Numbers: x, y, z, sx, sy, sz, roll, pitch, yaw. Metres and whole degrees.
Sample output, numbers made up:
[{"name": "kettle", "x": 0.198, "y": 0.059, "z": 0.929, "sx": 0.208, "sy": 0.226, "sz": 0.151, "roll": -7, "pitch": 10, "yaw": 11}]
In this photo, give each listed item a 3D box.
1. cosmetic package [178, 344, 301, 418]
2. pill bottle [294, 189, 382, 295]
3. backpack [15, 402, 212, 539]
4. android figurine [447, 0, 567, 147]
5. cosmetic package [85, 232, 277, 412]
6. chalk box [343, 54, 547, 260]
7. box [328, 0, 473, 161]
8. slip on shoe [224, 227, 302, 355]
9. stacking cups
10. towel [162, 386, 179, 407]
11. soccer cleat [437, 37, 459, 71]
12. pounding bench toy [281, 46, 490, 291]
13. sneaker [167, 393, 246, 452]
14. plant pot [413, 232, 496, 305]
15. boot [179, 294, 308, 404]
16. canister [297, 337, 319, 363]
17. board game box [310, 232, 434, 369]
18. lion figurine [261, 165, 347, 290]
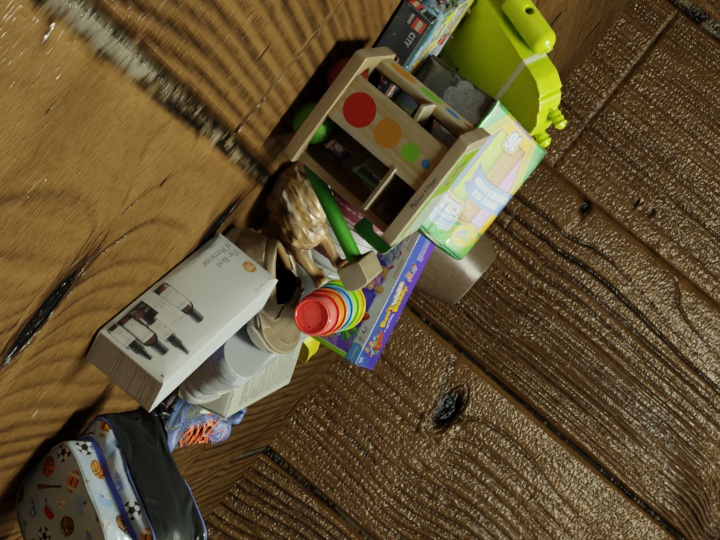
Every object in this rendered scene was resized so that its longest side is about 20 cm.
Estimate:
[{"name": "cosmetic package", "x": -0.143, "y": 0.105, "z": 1.896, "sx": 0.200, "sy": 0.071, "sz": 0.106, "roll": -19, "pitch": 129, "yaw": -69}, {"name": "pill bottle", "x": -0.014, "y": -0.067, "z": 1.782, "sx": 0.200, "sy": 0.114, "sz": 0.114, "roll": -52, "pitch": 174, "yaw": 20}, {"name": "backpack", "x": -0.269, "y": 0.260, "z": 1.592, "sx": 0.153, "sy": 0.201, "sz": 0.191, "roll": -2, "pitch": 149, "yaw": -39}, {"name": "android figurine", "x": 0.159, "y": -0.228, "z": 1.673, "sx": 0.041, "sy": 0.201, "sz": 0.182, "roll": -27, "pitch": 167, "yaw": -24}, {"name": "cosmetic package", "x": -0.170, "y": 0.046, "z": 1.479, "sx": 0.200, "sy": 0.082, "sz": 0.051, "roll": -45, "pitch": 173, "yaw": -47}, {"name": "chalk box", "x": 0.077, "y": -0.102, "z": 1.635, "sx": 0.200, "sy": 0.124, "sz": 0.124, "roll": -51, "pitch": 139, "yaw": 2}, {"name": "box", "x": 0.040, "y": -0.219, "z": 1.628, "sx": 0.200, "sy": 0.038, "sz": 0.137, "roll": -55, "pitch": 172, "yaw": 35}, {"name": "slip on shoe", "x": -0.090, "y": 0.026, "z": 1.634, "sx": 0.201, "sy": 0.060, "sz": 0.076, "roll": 69, "pitch": 30, "yaw": -48}, {"name": "stacking cups", "x": -0.038, "y": 0.039, "z": 1.665, "sx": 0.061, "sy": 0.060, "sz": 0.200, "roll": -51, "pitch": 173, "yaw": 5}, {"name": "towel", "x": -0.211, "y": 0.128, "z": 1.958, "sx": 0.144, "sy": 0.023, "sz": 0.200, "roll": -54, "pitch": 173, "yaw": 35}, {"name": "soccer cleat", "x": 0.084, "y": -0.184, "z": 1.829, "sx": 0.067, "sy": 0.081, "sz": 0.201, "roll": 7, "pitch": 115, "yaw": -36}, {"name": "pounding bench toy", "x": -0.001, "y": -0.100, "z": 1.483, "sx": 0.200, "sy": 0.156, "sz": 0.124, "roll": -52, "pitch": 174, "yaw": 16}, {"name": "sneaker", "x": -0.199, "y": 0.186, "z": 1.909, "sx": 0.075, "sy": 0.078, "sz": 0.200, "roll": -53, "pitch": 175, "yaw": 29}, {"name": "plant pot", "x": 0.081, "y": -0.053, "z": 2.070, "sx": 0.187, "sy": 0.200, "sz": 0.187, "roll": -48, "pitch": -179, "yaw": 1}, {"name": "boot", "x": -0.133, "y": 0.085, "z": 1.744, "sx": 0.095, "sy": 0.074, "sz": 0.200, "roll": -30, "pitch": -176, "yaw": 36}, {"name": "canister", "x": -0.048, "y": 0.026, "z": 2.236, "sx": 0.200, "sy": 0.086, "sz": 0.149, "roll": -50, "pitch": 174, "yaw": -15}, {"name": "board game box", "x": 0.000, "y": 0.000, "z": 1.859, "sx": 0.045, "sy": 0.134, "sz": 0.201, "roll": 21, "pitch": 96, "yaw": -57}, {"name": "lion figurine", "x": -0.075, "y": -0.041, "z": 1.663, "sx": 0.072, "sy": 0.123, "sz": 0.200, "roll": -37, "pitch": -175, "yaw": -25}]
